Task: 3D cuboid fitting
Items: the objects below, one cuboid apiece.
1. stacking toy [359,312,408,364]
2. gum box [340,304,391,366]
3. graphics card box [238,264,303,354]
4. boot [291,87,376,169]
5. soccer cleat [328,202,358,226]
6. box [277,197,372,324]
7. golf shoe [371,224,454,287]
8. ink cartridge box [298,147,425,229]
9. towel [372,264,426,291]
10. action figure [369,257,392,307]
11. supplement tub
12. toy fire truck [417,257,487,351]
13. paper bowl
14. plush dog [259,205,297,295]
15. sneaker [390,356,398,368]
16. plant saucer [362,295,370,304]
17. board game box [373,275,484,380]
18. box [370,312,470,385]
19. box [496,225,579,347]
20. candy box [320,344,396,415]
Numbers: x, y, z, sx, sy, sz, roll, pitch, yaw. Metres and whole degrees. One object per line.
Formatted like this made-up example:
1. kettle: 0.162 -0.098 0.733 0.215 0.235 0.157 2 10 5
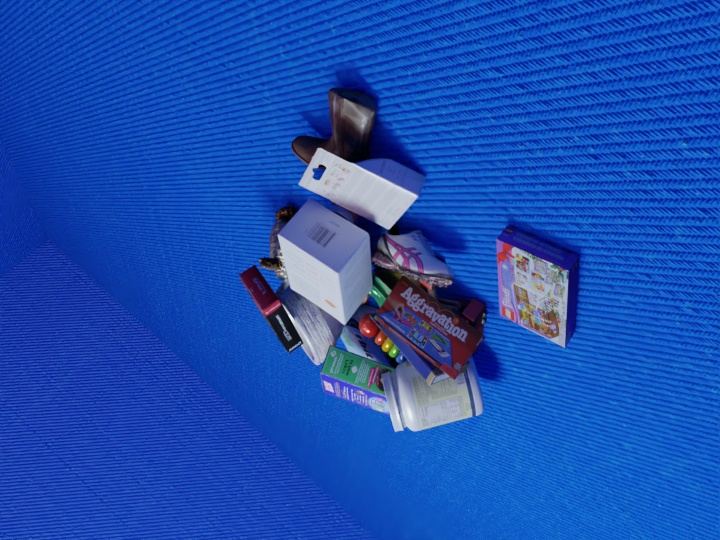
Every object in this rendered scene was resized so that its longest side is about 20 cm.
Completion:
1. stacking toy: 0.082 0.167 1.700 0.198 0.086 0.086 34 153 2
2. gum box: 0.014 0.155 1.861 0.197 0.044 0.172 15 140 48
3. graphics card box: -0.204 0.092 1.720 0.126 0.050 0.202 49 167 36
4. boot: -0.052 -0.261 1.339 0.182 0.065 0.202 22 151 15
5. soccer cleat: -0.026 -0.110 1.533 0.067 0.075 0.200 25 168 9
6. box: -0.065 -0.016 1.478 0.150 0.107 0.202 31 155 20
7. golf shoe: 0.102 -0.031 1.407 0.198 0.094 0.072 24 -177 44
8. ink cartridge box: -0.001 -0.161 1.352 0.196 0.051 0.161 27 156 -9
9. towel: 0.111 0.067 1.619 0.142 0.023 0.202 10 138 49
10. action figure: 0.000 0.000 1.595 0.199 0.055 0.118 43 155 -6
11. supplement tub: 0.153 0.256 1.587 0.145 0.194 0.149 -14 -90 -88
12. toy fire truck: 0.183 0.078 1.497 0.139 0.049 0.202 33 152 25
13. paper bowl: -0.116 0.117 1.806 0.203 0.103 0.202 55 167 20
14. plush dog: -0.163 -0.048 1.707 0.172 0.156 0.205 -124 31 -62
15. sneaker: 0.152 0.245 1.772 0.200 0.077 0.090 45 149 -20
16. plant saucer: -0.060 0.006 1.772 0.198 0.032 0.202 36 153 21
17. board game box: 0.131 0.109 1.446 0.198 0.104 0.019 36 177 17
18. box: 0.119 0.139 1.515 0.200 0.119 0.033 46 125 29
19. box: 0.299 0.029 1.267 0.135 0.039 0.203 27 149 32
20. candy box: 0.009 0.264 1.754 0.195 0.079 0.170 17 158 7
